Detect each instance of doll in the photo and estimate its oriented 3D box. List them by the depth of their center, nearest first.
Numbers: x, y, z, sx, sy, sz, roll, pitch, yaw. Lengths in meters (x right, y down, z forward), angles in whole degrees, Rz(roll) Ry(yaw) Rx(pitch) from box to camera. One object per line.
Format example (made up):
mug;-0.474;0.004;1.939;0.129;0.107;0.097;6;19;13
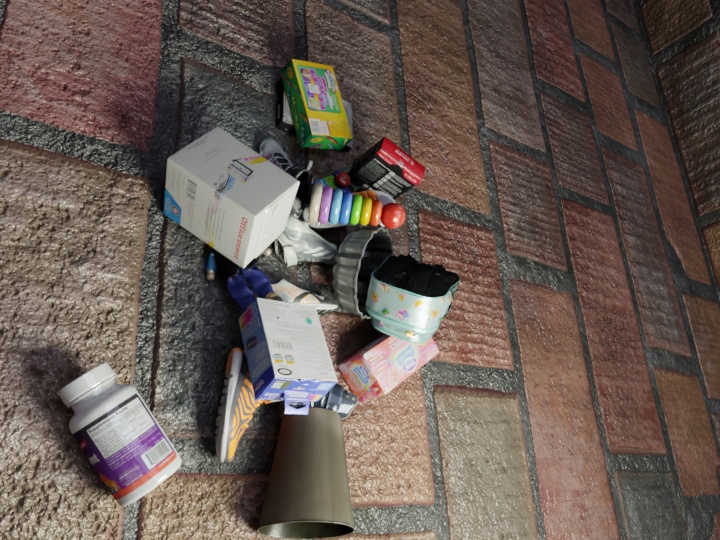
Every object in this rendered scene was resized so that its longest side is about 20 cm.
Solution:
doll;-0.233;-0.009;1.207;0.136;0.049;0.200;-29;69;-18

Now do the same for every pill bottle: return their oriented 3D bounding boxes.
pill bottle;-0.376;0.248;0.961;0.111;0.111;0.201;-34;92;-42

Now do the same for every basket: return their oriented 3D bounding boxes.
basket;-0.090;0.360;1.108;0.136;0.179;0.201;45;38;-46

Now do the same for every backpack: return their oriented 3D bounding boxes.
backpack;0.099;0.059;1.274;0.175;0.154;0.200;20;13;13

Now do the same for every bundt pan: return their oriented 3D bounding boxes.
bundt pan;0.000;0.000;1.345;0.202;0.075;0.203;11;90;-67

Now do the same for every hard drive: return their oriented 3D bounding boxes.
hard drive;-0.108;-0.379;1.507;0.199;0.038;0.141;16;62;-33

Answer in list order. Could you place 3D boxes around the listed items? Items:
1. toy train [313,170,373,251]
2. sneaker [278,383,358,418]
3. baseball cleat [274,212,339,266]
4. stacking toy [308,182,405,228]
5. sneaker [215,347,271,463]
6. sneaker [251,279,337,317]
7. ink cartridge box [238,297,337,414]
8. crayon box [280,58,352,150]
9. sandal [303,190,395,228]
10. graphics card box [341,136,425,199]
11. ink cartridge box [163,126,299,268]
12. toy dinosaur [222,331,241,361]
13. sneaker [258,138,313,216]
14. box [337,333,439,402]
toy train;-0.055;-0.117;1.405;0.115;0.085;0.201;-23;85;-32
sneaker;-0.071;0.206;1.233;0.145;0.077;0.204;18;69;-18
baseball cleat;-0.113;-0.039;1.339;0.200;0.070;0.107;39;83;-34
stacking toy;-0.006;-0.123;1.291;0.199;0.086;0.086;11;60;-4
sneaker;-0.191;0.243;1.106;0.111;0.078;0.201;14;76;-21
sneaker;-0.133;0.055;1.266;0.199;0.074;0.081;6;65;-37
ink cartridge box;-0.128;0.156;1.104;0.136;0.076;0.201;12;42;-38
crayon box;-0.103;-0.387;1.450;0.118;0.058;0.201;-4;73;-39
sandal;-0.021;-0.135;1.356;0.059;0.205;0.080;-70;157;-77
graphics card box;0.040;-0.214;1.439;0.125;0.200;0.051;32;54;-21
ink cartridge box;-0.245;-0.138;1.172;0.199;0.148;0.145;34;47;8
toy dinosaur;-0.207;0.159;1.182;0.088;0.047;0.201;42;53;-24
sneaker;-0.148;-0.214;1.329;0.077;0.140;0.201;-10;77;-40
box;0.064;0.190;1.339;0.200;0.102;0.095;-28;88;-43
